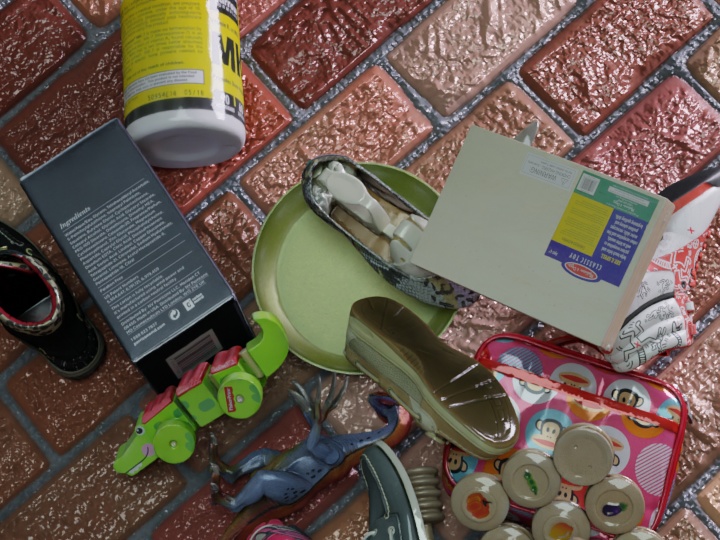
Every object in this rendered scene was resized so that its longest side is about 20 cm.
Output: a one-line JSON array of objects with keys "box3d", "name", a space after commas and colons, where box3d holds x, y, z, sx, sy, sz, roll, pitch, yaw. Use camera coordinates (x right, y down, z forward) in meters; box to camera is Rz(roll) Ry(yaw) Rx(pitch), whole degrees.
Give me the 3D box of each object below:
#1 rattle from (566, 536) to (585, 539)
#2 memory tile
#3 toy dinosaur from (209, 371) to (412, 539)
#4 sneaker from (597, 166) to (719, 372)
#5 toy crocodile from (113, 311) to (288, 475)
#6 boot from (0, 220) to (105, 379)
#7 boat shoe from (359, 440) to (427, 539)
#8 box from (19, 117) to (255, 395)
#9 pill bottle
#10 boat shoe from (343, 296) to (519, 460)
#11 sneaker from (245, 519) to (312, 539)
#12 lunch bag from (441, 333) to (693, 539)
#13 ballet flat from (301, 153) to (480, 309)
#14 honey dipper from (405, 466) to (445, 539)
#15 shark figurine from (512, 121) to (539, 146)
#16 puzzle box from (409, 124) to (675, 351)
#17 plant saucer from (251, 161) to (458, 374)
[{"box3d": [0.163, 0.325, 1.368, 0.201, 0.142, 0.130, -55, 43, 14], "name": "rattle"}, {"box3d": [0.177, 0.236, 1.388, 0.152, 0.017, 0.201, -26, 98, 18], "name": "memory tile"}, {"box3d": [-0.044, 0.169, 1.482, 0.179, 0.105, 0.202, -1, 107, -6], "name": "toy dinosaur"}, {"box3d": [0.267, 0.002, 1.450, 0.201, 0.067, 0.108, -38, 100, -25], "name": "sneaker"}, {"box3d": [-0.140, 0.112, 1.467, 0.199, 0.068, 0.062, -35, 104, 15], "name": "toy crocodile"}, {"box3d": [-0.316, 0.001, 1.493, 0.073, 0.154, 0.204, -43, 75, -9], "name": "boot"}, {"box3d": [0.025, 0.237, 1.396, 0.061, 0.073, 0.202, -13, 63, -10], "name": "boat shoe"}, {"box3d": [-0.195, -0.006, 1.489, 0.107, 0.149, 0.201, -34, 74, -6], "name": "box"}, {"box3d": [-0.168, -0.208, 1.565, 0.113, 0.114, 0.202, -6, 73, 3], "name": "pill bottle"}, {"box3d": [0.056, 0.101, 1.421, 0.073, 0.064, 0.200, -17, 45, -41], "name": "boat shoe"}, {"box3d": [-0.021, 0.295, 1.408, 0.200, 0.075, 0.081, 41, 80, -4], "name": "sneaker"}, {"box3d": [0.181, 0.140, 1.453, 0.198, 0.082, 0.178, 17, 71, 8], "name": "lunch bag"}, {"box3d": [0.024, -0.037, 1.490, 0.200, 0.072, 0.072, 37, 79, 14], "name": "ballet flat"}, {"box3d": [0.063, 0.271, 1.439, 0.038, 0.038, 0.202, -8, 72, 2], "name": "honey dipper"}, {"box3d": [0.178, -0.030, 1.492, 0.213, 0.089, 0.129, 28, 67, -19], "name": "shark figurine"}, {"box3d": [0.149, -0.029, 1.400, 0.199, 0.025, 0.134, 25, 88, 32], "name": "puzzle box"}, {"box3d": [0.000, 0.000, 1.532, 0.198, 0.031, 0.202, -1, 74, 5], "name": "plant saucer"}]
